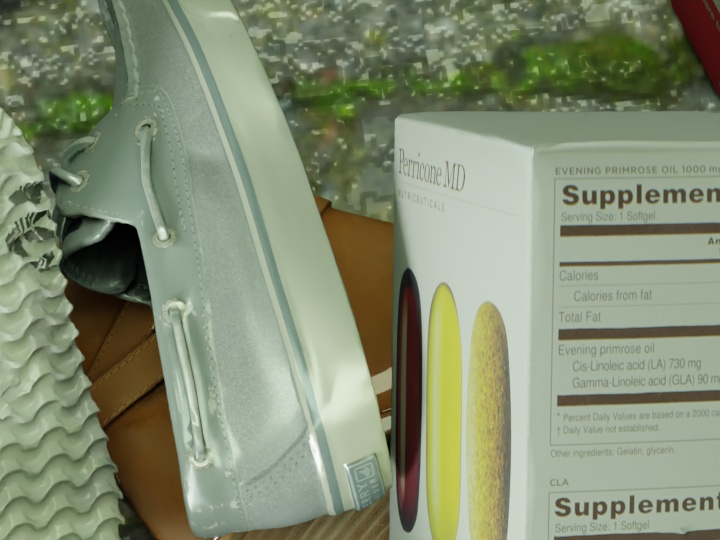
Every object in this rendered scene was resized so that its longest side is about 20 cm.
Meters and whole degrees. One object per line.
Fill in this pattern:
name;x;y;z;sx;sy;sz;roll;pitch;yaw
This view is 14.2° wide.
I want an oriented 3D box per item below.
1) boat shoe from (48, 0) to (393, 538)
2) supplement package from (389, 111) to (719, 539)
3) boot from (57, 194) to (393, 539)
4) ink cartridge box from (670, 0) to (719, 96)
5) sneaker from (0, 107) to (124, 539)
boat shoe;-0.052;-0.016;0.810;0.071;0.070;0.201;-18;60;-7
supplement package;0.074;0.060;0.766;0.109;0.114;0.200;-2;97;-17
boot;0.000;0.000;0.868;0.155;0.074;0.200;37;71;18
ink cartridge box;0.177;-0.124;0.844;0.147;0.200;0.086;-22;70;-7
sneaker;-0.126;0.029;0.830;0.069;0.201;0.099;-18;28;-31
